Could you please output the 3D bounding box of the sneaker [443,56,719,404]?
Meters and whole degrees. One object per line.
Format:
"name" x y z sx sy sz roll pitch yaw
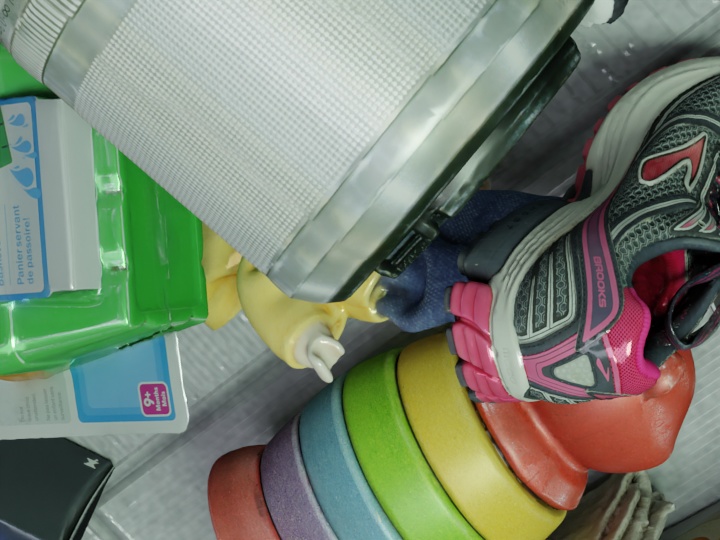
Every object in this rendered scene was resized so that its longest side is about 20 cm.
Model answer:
"sneaker" 0.113 -0.010 0.849 0.074 0.200 0.081 4 125 37

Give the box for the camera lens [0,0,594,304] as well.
"camera lens" -0.031 -0.100 0.822 0.200 0.160 0.160 40 119 -1

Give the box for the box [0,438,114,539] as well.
"box" -0.232 0.112 1.065 0.199 0.079 0.142 26 118 -1

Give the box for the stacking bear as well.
"stacking bear" 0.047 0.075 0.963 0.199 0.122 0.114 -32 111 17

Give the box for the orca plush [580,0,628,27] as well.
"orca plush" 0.041 -0.183 0.864 0.200 0.071 0.105 40 164 -1

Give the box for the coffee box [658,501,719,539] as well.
"coffee box" 0.153 0.156 0.969 0.199 0.114 0.080 -33 102 26

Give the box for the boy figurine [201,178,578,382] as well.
"boy figurine" 0.000 0.000 0.926 0.199 0.125 0.065 1 129 34

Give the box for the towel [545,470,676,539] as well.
"towel" 0.045 0.166 0.988 0.200 0.133 0.035 -37 99 30

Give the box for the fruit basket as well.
"fruit basket" -0.163 -0.023 0.944 0.198 0.094 0.187 -3 91 21

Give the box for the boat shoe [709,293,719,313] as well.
"boat shoe" 0.216 -0.020 0.889 0.199 0.066 0.070 -24 110 24
